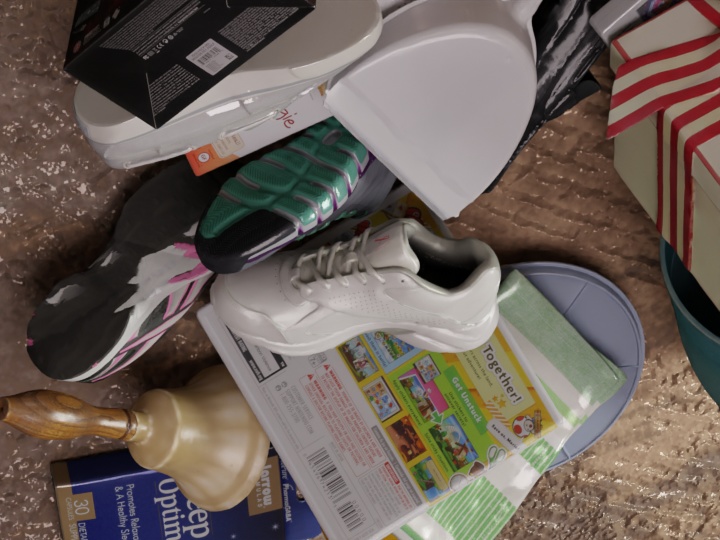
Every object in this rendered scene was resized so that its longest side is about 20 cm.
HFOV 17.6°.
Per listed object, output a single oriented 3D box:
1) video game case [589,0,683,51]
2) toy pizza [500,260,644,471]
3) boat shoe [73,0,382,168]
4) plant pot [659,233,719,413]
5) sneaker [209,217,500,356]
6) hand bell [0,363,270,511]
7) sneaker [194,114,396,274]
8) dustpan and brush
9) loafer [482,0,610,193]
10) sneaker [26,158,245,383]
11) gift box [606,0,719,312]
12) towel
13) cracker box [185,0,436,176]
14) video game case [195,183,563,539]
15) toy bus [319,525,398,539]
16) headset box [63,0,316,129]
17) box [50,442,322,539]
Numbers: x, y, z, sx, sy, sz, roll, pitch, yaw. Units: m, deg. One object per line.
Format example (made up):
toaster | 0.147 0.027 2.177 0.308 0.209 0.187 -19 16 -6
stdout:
video game case | 0.251 -0.199 1.538 0.200 0.018 0.143 -40 152 7
toy pizza | 0.113 0.072 1.723 0.198 0.032 0.202 -8 126 -10
boat shoe | -0.078 -0.116 1.449 0.199 0.072 0.069 -26 148 -5
plant pot | 0.320 0.039 1.670 0.198 0.201 0.189 -19 141 -3
sneaker | 0.000 0.000 1.542 0.198 0.078 0.100 -2 145 -11
hand bell | -0.167 0.105 1.580 0.199 0.104 0.104 11 122 -46
sneaker | -0.022 -0.047 1.538 0.200 0.074 0.088 -42 139 -22
dustpan and brush | 0.085 -0.145 1.494 0.200 0.057 0.139 -40 122 14
loafer | 0.130 -0.132 1.564 0.070 0.068 0.201 24 111 -20
sneaker | -0.140 0.001 1.584 0.200 0.081 0.086 -38 164 -2
gift box | 0.264 -0.082 1.516 0.199 0.185 0.187 -33 154 -13
towel | 0.090 0.116 1.672 0.200 0.023 0.152 -49 129 -1
cracker box | -0.045 -0.163 1.499 0.199 0.058 0.134 -25 127 1
video game case | 0.013 0.067 1.608 0.181 0.023 0.201 -31 87 -4
toy bus | -0.003 0.120 1.685 0.065 0.078 0.201 -22 128 -19
headset box | -0.090 -0.207 1.365 0.075 0.201 0.148 32 136 -29
box | -0.124 0.179 1.729 0.198 0.032 0.122 -11 126 -10
